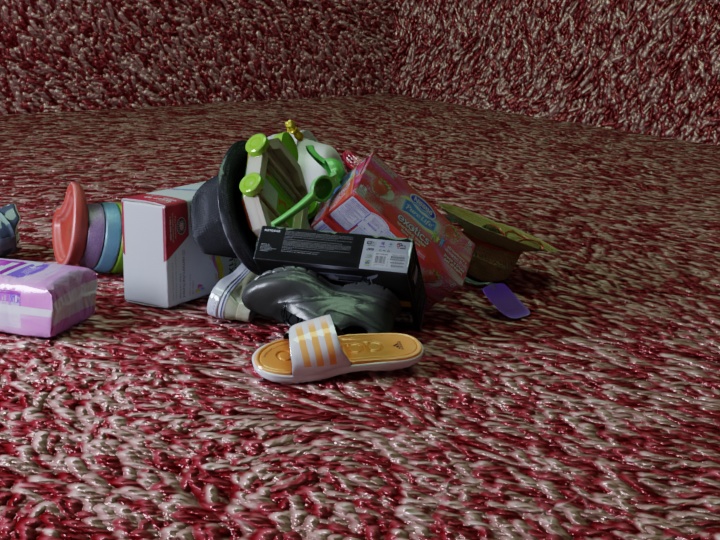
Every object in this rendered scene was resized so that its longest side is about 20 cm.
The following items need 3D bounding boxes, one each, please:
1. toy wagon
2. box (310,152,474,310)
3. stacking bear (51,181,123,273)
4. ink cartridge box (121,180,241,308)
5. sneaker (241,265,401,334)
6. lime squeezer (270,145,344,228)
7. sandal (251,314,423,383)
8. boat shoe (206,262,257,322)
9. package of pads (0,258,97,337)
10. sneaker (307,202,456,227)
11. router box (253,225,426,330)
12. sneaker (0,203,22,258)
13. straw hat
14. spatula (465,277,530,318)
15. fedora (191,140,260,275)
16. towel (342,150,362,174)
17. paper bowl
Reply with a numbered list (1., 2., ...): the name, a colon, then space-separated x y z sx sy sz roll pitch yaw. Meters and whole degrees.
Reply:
1. toy wagon: -0.108 -0.116 1.605 0.039 0.155 0.200 -14 50 22
2. box: 0.046 -0.046 1.597 0.100 0.200 0.096 -36 20 40
3. stacking bear: -0.349 -0.050 1.788 0.199 0.114 0.121 6 -31 -29
4. ink cartridge box: -0.241 -0.042 1.687 0.083 0.146 0.200 8 16 31
5. sneaker: -0.053 0.054 1.464 0.199 0.076 0.091 8 52 8
6. lime squeezer: -0.061 -0.119 1.567 0.070 0.038 0.200 8 38 8
7. sandal: -0.026 0.080 1.382 0.206 0.059 0.079 -6 32 -16
8. boat shoe: -0.146 0.026 1.631 0.062 0.072 0.200 23 26 9
9. package of pads: -0.450 0.031 1.521 0.199 0.076 0.120 6 12 15
10. sneaker: 0.032 -0.069 1.725 0.199 0.060 0.104 13 25 15
11. router box: -0.022 0.011 1.530 0.199 0.052 0.157 6 -28 13
12. sneaker: -0.610 -0.065 1.829 0.202 0.077 0.146 25 37 35
13. straw hat: 0.197 -0.028 1.826 0.200 0.085 0.201 21 11 -4
14. spatula: 0.154 0.010 1.685 0.200 0.021 0.056 34 30 34
15. fedora: -0.170 -0.076 1.609 0.091 0.201 0.201 -14 7 23
16. towel: 0.032 -0.112 1.938 0.145 0.022 0.200 40 -11 16
17. paper bowl: -0.081 -0.123 1.889 0.104 0.201 0.201 -7 12 14
